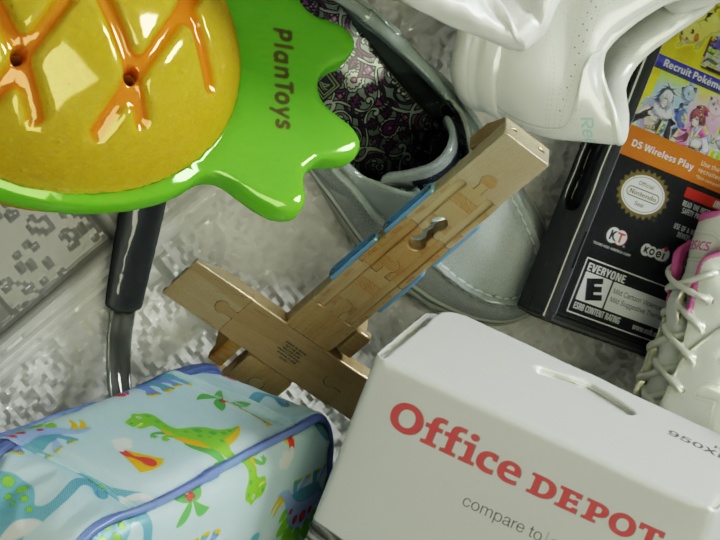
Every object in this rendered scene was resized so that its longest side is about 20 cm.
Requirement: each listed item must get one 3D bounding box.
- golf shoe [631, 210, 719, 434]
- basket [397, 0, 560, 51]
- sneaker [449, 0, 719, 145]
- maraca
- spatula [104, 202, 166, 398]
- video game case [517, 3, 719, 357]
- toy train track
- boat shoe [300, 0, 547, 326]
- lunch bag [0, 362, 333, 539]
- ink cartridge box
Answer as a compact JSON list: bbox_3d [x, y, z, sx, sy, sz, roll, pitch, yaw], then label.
[{"bbox_3d":[0.144,0.030,1.157,0.200,0.075,0.092,-46,112,-18],"label":"golf shoe"},{"bbox_3d":[0.001,-0.216,1.058,0.198,0.161,0.200,25,93,-22],"label":"basket"},{"bbox_3d":[0.116,-0.142,1.121,0.200,0.088,0.075,-66,155,-3],"label":"sneaker"},{"bbox_3d":[-0.094,-0.080,1.032,0.199,0.107,0.137,9,63,-20],"label":"maraca"},{"bbox_3d":[-0.096,0.032,1.146,0.056,0.021,0.201,3,97,-40],"label":"spatula"},{"bbox_3d":[0.180,-0.039,1.207,0.200,0.025,0.181,19,94,-33],"label":"video game case"},{"bbox_3d":[0.000,0.000,1.127,0.115,0.033,0.200,35,125,-21],"label":"toy train track"},{"bbox_3d":[0.016,-0.046,1.143,0.070,0.071,0.201,-46,113,-7],"label":"boat shoe"},{"bbox_3d":[-0.096,0.131,1.079,0.200,0.082,0.161,-24,130,-58],"label":"lunch bag"},{"bbox_3d":[0.046,0.138,1.096,0.144,0.084,0.200,24,107,11],"label":"ink cartridge box"}]
